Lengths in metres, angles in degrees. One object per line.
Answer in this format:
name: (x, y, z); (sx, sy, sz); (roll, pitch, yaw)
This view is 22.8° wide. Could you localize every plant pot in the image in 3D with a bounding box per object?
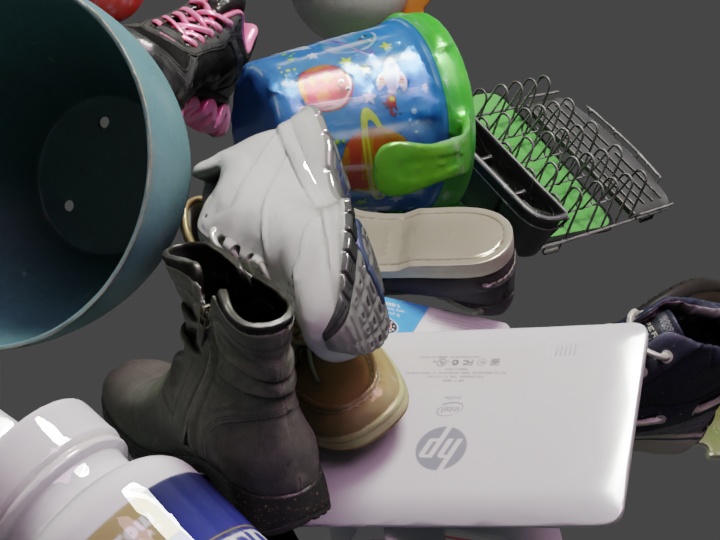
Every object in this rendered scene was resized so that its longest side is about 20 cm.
plant pot: (-0.174, -0.057, 1.008); (0.200, 0.201, 0.135); (41, 13, 18)

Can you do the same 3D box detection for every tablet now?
tablet: (0.048, 0.080, 0.943); (0.199, 0.014, 0.131); (-3, 47, 22)

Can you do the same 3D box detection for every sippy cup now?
sippy cup: (-0.011, -0.096, 1.176); (0.129, 0.178, 0.141); (-9, 78, -23)

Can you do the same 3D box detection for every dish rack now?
dish rack: (0.138, -0.085, 1.302); (0.199, 0.055, 0.154); (-15, 55, -42)

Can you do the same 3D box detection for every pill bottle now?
pill bottle: (-0.096, 0.159, 0.839); (0.200, 0.120, 0.119); (41, 40, 18)

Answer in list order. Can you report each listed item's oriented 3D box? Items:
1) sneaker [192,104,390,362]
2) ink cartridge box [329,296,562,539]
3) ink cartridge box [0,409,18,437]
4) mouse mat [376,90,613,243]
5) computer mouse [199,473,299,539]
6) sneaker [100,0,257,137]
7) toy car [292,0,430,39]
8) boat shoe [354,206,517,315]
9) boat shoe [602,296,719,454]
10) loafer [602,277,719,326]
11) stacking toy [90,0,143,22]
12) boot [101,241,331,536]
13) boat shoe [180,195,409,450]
sneaker: (-0.038, -0.011, 0.932); (0.087, 0.075, 0.200); (-19, 31, -1)
ink cartridge box: (0.040, 0.111, 1.016); (0.114, 0.068, 0.201); (12, 39, -20)
ink cartridge box: (-0.265, 0.112, 0.841); (0.104, 0.059, 0.200); (34, 38, 10)
mouse mat: (0.075, -0.071, 1.298); (0.199, 0.008, 0.161); (-12, 52, -38)
computer mouse: (-0.026, 0.178, 0.937); (0.200, 0.034, 0.059); (39, 19, 7)
sneaker: (-0.113, -0.144, 1.138); (0.079, 0.096, 0.200); (35, 6, 7)
toy car: (-0.013, -0.248, 1.336); (0.200, 0.177, 0.184); (44, 27, 2)
boat shoe: (0.000, 0.000, 1.103); (0.199, 0.063, 0.073); (2, 45, 18)
boat shoe: (0.133, 0.054, 1.008); (0.199, 0.093, 0.075); (0, 46, -34)
loafer: (0.187, 0.066, 1.165); (0.199, 0.073, 0.072); (-22, 68, -39)
stacking toy: (-0.187, -0.202, 1.168); (0.085, 0.086, 0.200); (8, 15, -23)
boot: (-0.080, 0.042, 0.921); (0.067, 0.132, 0.200); (-20, 24, -29)
boat shoe: (-0.046, 0.027, 0.983); (0.073, 0.063, 0.200); (-37, 43, -14)
